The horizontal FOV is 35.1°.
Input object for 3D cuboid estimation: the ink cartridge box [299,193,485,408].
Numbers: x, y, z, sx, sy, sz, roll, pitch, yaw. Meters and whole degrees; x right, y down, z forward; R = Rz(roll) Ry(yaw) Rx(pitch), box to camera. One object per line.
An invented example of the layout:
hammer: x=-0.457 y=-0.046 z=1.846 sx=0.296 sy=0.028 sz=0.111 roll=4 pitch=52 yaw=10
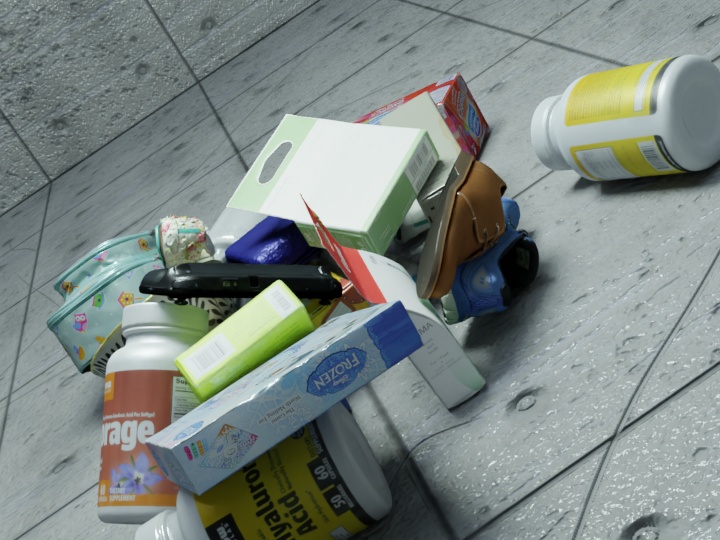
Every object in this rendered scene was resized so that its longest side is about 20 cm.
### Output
ink cartridge box: x=0.027 y=0.015 z=1.049 sx=0.050 sy=0.201 sz=0.161 roll=-34 pitch=21 yaw=2

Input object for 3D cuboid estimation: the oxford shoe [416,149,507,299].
oxford shoe: x=0.100 y=-0.039 z=1.066 sx=0.201 sy=0.070 sz=0.072 roll=-65 pitch=1 yaw=-46

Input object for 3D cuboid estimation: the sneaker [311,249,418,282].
sneaker: x=0.000 y=0.000 z=1.287 sx=0.076 sy=0.082 sz=0.199 roll=-40 pitch=23 yaw=-22

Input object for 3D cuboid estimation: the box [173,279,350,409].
box: x=-0.084 y=0.113 z=1.063 sx=0.121 sy=0.201 sz=0.048 roll=-37 pitch=52 yaw=-12

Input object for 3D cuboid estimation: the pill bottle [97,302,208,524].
pill bottle: x=-0.191 y=0.138 z=1.087 sx=0.111 sy=0.111 sz=0.204 roll=-13 pitch=71 yaw=42

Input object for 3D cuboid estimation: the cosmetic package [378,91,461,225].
cosmetic package: x=0.092 y=-0.108 z=1.301 sx=0.072 sy=0.104 sz=0.201 roll=-29 pitch=36 yaw=7

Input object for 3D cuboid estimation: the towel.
towel: x=-0.056 y=-0.055 z=1.316 sx=0.199 sy=0.050 sz=0.147 roll=-37 pitch=17 yaw=-15

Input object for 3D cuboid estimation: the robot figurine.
robot figurine: x=-0.151 y=-0.023 z=1.505 sx=0.167 sy=0.115 sz=0.201 roll=15 pitch=31 yaw=4

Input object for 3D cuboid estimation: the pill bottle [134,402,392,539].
pill bottle: x=-0.082 y=0.198 z=0.937 sx=0.198 sy=0.112 sz=0.112 roll=-32 pitch=21 yaw=6

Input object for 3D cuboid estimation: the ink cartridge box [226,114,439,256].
ink cartridge box: x=-0.031 y=-0.096 z=1.239 sx=0.197 sy=0.048 sz=0.147 roll=10 pitch=58 yaw=37

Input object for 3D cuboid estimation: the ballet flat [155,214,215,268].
ballet flat: x=-0.202 y=-0.014 z=1.342 sx=0.063 sy=0.077 sz=0.200 roll=-8 pitch=-10 yaw=-7

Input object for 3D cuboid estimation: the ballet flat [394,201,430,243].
ballet flat: x=0.048 y=-0.087 z=1.446 sx=0.069 sy=0.070 sz=0.200 roll=-33 pitch=25 yaw=-1

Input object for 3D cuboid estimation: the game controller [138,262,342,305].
game controller: x=-0.117 y=0.017 z=1.126 sx=0.197 sy=0.043 sz=0.104 roll=2 pitch=-9 yaw=-36

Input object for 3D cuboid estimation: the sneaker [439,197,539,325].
sneaker: x=0.141 y=-0.012 z=1.142 sx=0.088 sy=0.080 sz=0.201 roll=-3 pitch=31 yaw=21

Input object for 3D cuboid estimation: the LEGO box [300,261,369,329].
LEGO box: x=-0.090 y=0.087 z=1.232 sx=0.199 sy=0.078 sz=0.149 roll=-38 pitch=23 yaw=-12

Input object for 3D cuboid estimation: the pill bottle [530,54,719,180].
pill bottle: x=0.273 y=-0.152 z=1.174 sx=0.112 sy=0.113 sz=0.199 roll=-44 pitch=24 yaw=-28

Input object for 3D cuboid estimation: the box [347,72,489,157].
box: x=0.064 y=-0.174 z=1.547 sx=0.198 sy=0.096 sz=0.100 roll=-20 pitch=24 yaw=31

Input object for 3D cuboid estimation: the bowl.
bowl: x=-0.210 y=0.089 z=1.335 sx=0.200 sy=0.094 sz=0.201 roll=-41 pitch=-9 yaw=-8

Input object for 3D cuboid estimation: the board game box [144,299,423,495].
board game box: x=-0.068 y=0.099 z=0.894 sx=0.197 sy=0.044 sz=0.200 roll=-31 pitch=2 yaw=-17

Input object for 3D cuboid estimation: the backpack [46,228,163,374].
backpack: x=-0.308 y=0.043 z=1.474 sx=0.174 sy=0.155 sz=0.200 roll=-33 pitch=4 yaw=17
